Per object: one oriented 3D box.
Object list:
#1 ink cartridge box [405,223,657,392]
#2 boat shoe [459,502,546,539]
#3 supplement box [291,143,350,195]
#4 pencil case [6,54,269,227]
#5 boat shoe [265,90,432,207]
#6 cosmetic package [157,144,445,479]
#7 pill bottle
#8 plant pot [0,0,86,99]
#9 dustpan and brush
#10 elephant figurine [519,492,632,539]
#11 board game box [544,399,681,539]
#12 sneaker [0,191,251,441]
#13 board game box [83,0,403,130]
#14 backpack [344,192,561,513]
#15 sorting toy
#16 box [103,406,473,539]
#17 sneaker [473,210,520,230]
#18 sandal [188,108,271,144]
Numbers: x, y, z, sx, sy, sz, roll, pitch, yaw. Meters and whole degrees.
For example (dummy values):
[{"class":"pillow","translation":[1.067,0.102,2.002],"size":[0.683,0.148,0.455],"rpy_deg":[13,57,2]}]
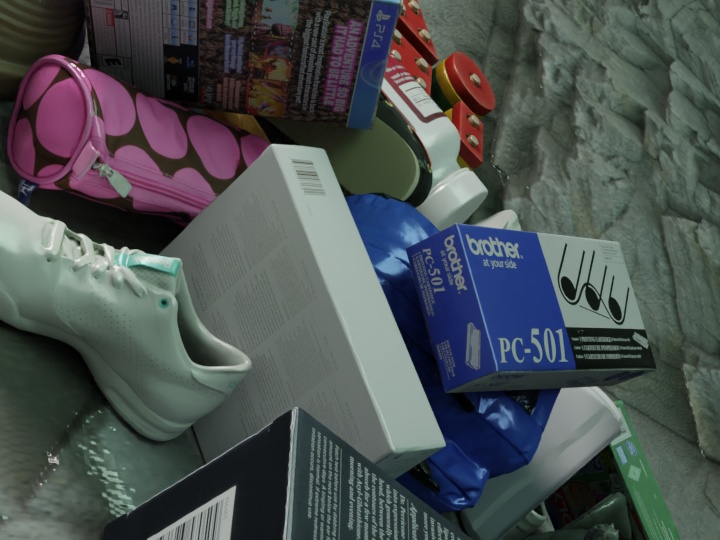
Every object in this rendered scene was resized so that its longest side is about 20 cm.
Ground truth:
[{"class":"ink cartridge box","translation":[0.115,0.026,0.919],"size":[0.199,0.044,0.095],"rpy_deg":[3,67,-51]},{"class":"boat shoe","translation":[0.106,0.125,1.139],"size":[0.072,0.065,0.201],"rpy_deg":[36,34,-35]},{"class":"supplement box","translation":[0.000,0.000,1.073],"size":[0.200,0.066,0.069],"rpy_deg":[41,28,-16]},{"class":"pencil case","translation":[-0.132,-0.068,0.928],"size":[0.093,0.091,0.199],"rpy_deg":[32,11,37]},{"class":"boat shoe","translation":[-0.024,-0.121,1.056],"size":[0.202,0.074,0.063],"rpy_deg":[49,11,15]},{"class":"cosmetic package","translation":[-0.048,0.049,0.864],"size":[0.051,0.151,0.201],"rpy_deg":[2,60,-48]},{"class":"pill bottle","translation":[0.005,-0.109,1.138],"size":[0.200,0.113,0.113],"rpy_deg":[50,26,9]},{"class":"plant pot","translation":[-0.236,-0.217,0.907],"size":[0.201,0.092,0.202],"rpy_deg":[40,30,-29]},{"class":"dustpan and brush","translation":[0.101,0.098,1.091],"size":[0.200,0.139,0.057],"rpy_deg":[53,9,34]},{"class":"elephant figurine","translation":[0.170,0.232,1.031],"size":[0.199,0.154,0.143],"rpy_deg":[-5,91,-48]},{"class":"board game box","translation":[0.198,0.207,1.115],"size":[0.029,0.134,0.201],"rpy_deg":[-21,87,-25]},{"class":"sneaker","translation":[-0.145,0.008,0.818],"size":[0.200,0.088,0.076],"rpy_deg":[44,31,-24]},{"class":"board game box","translation":[-0.076,-0.183,0.946],"size":[0.198,0.160,0.098],"rpy_deg":[7,66,-5]},{"class":"backpack","translation":[0.017,0.058,0.956],"size":[0.200,0.162,0.168],"rpy_deg":[49,44,-19]},{"class":"sorting toy","translation":[0.054,-0.178,1.374],"size":[0.200,0.069,0.200],"rpy_deg":[44,30,-24]},{"class":"box","translation":[-0.022,0.192,0.761],"size":[0.200,0.148,0.108],"rpy_deg":[41,31,-30]},{"class":"sneaker","translation":[0.121,0.014,1.271],"size":[0.089,0.075,0.200],"rpy_deg":[65,24,-10]},{"class":"sandal","translation":[-0.113,-0.161,1.085],"size":[0.207,0.059,0.079],"rpy_deg":[51,27,-10]}]
